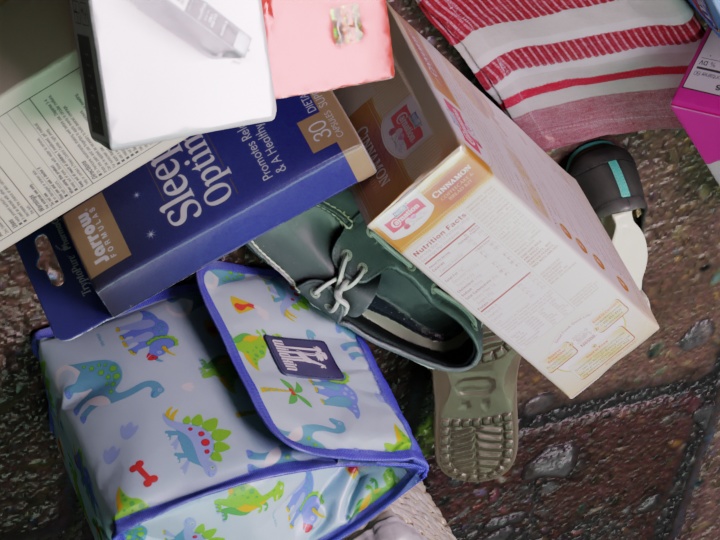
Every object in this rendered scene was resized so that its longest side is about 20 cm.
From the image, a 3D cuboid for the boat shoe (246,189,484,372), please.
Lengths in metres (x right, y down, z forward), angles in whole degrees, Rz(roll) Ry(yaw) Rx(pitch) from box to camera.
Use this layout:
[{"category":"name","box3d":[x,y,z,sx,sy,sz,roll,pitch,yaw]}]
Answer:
[{"category":"boat shoe","box3d":[0.000,0.000,1.571,0.200,0.062,0.073,33,112,-29]}]

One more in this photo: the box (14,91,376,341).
[{"category":"box","box3d":[-0.103,-0.053,1.432,0.199,0.121,0.032,-30,142,0]}]

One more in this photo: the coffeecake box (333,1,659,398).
[{"category":"coffeecake box","box3d":[0.068,-0.041,1.499,0.073,0.154,0.200,-40,129,13]}]

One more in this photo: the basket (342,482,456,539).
[{"category":"basket","box3d":[-0.032,0.215,1.732,0.200,0.161,0.198,-35,141,8]}]

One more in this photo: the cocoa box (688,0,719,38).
[{"category":"cocoa box","box3d":[0.245,-0.240,1.430,0.200,0.131,0.133,-35,141,3]}]

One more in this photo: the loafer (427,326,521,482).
[{"category":"loafer","box3d":[0.073,0.040,1.686,0.075,0.068,0.201,1,118,-8]}]

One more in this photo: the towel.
[{"category":"towel","box3d":[0.127,-0.135,1.510,0.143,0.023,0.200,-9,148,25]}]

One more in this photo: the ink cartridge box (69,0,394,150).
[{"category":"ink cartridge box","box3d":[-0.066,-0.175,1.309,0.173,0.044,0.201,-12,104,-19]}]

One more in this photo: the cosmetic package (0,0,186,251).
[{"category":"cosmetic package","box3d":[-0.169,-0.094,1.388,0.199,0.071,0.105,-30,140,0]}]

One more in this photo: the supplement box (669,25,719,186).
[{"category":"supplement box","box3d":[0.277,-0.143,1.510,0.201,0.103,0.101,-61,143,-15]}]

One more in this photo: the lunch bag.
[{"category":"lunch bag","box3d":[-0.079,0.092,1.565,0.199,0.170,0.128,-17,140,-13]}]

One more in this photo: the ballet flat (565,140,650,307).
[{"category":"ballet flat","box3d":[0.159,0.004,1.696,0.068,0.069,0.201,-20,140,-11]}]
